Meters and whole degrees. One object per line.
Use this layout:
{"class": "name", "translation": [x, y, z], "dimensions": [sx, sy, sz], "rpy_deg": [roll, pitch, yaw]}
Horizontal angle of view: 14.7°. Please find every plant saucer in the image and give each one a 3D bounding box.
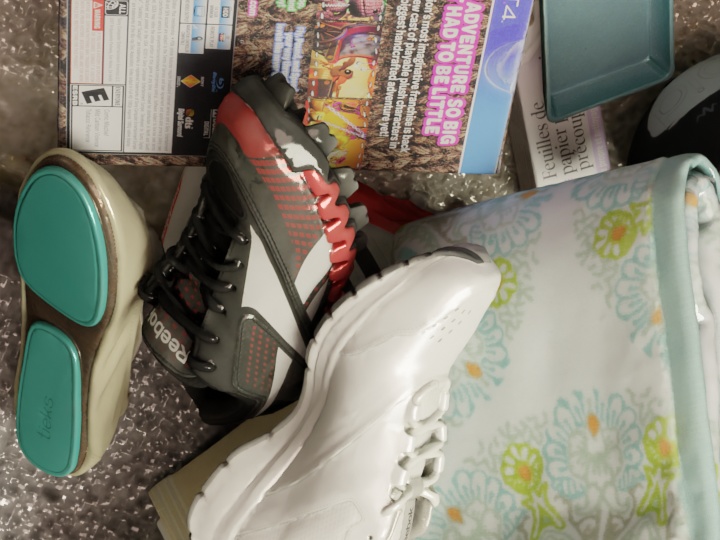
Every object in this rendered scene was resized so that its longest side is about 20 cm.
{"class": "plant saucer", "translation": [0.106, -0.161, 1.237], "dimensions": [0.070, 0.019, 0.200], "rpy_deg": [-21, 130, -18]}

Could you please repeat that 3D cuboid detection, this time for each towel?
{"class": "towel", "translation": [0.085, 0.060, 1.203], "dimensions": [0.048, 0.171, 0.201], "rpy_deg": [15, 69, -49]}

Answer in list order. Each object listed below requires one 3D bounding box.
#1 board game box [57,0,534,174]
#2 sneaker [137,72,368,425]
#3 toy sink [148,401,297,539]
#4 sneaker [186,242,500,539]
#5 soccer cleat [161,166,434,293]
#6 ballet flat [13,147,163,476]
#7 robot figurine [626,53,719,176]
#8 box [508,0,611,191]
{"class": "board game box", "translation": [-0.030, -0.128, 1.196], "dimensions": [0.199, 0.097, 0.160], "rpy_deg": [2, 145, -6]}
{"class": "sneaker", "translation": [-0.050, 0.000, 1.206], "dimensions": [0.098, 0.071, 0.201], "rpy_deg": [-25, 145, -16]}
{"class": "toy sink", "translation": [-0.023, 0.144, 1.348], "dimensions": [0.200, 0.112, 0.130], "rpy_deg": [-38, 114, -1]}
{"class": "sneaker", "translation": [0.008, 0.073, 1.205], "dimensions": [0.074, 0.087, 0.200], "rpy_deg": [-4, 134, -51]}
{"class": "soccer cleat", "translation": [0.000, 0.000, 1.324], "dimensions": [0.200, 0.069, 0.085], "rpy_deg": [27, 112, -17]}
{"class": "ballet flat", "translation": [-0.123, 0.010, 1.270], "dimensions": [0.069, 0.070, 0.200], "rpy_deg": [1, 136, -13]}
{"class": "robot figurine", "translation": [0.193, -0.027, 1.277], "dimensions": [0.150, 0.200, 0.125], "rpy_deg": [-39, 115, 4]}
{"class": "box", "translation": [0.082, -0.120, 1.304], "dimensions": [0.039, 0.041, 0.201], "rpy_deg": [-15, 113, -6]}
